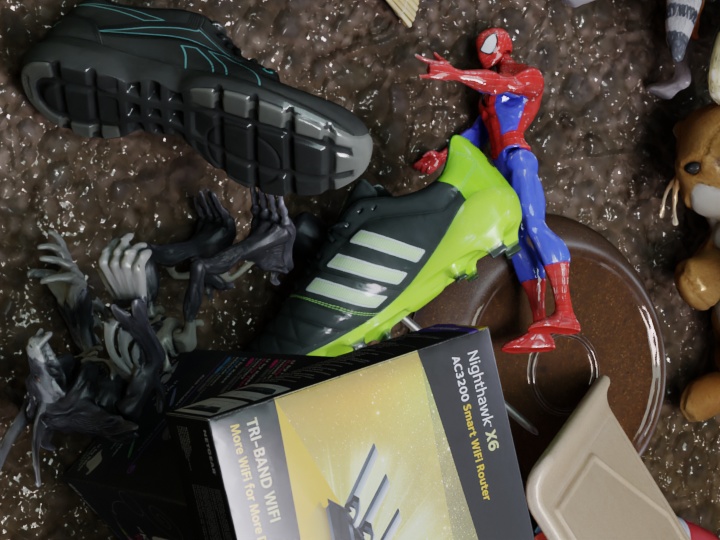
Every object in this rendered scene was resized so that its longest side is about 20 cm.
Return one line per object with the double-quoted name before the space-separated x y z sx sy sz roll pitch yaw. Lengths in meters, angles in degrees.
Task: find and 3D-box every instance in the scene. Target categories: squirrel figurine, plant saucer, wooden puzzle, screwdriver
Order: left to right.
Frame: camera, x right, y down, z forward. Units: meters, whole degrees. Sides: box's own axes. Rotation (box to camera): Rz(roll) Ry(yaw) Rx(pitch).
"screwdriver" 0.031 0.037 1.220 0.200 0.029 0.028 45 38 -14
"plant saucer" 0.120 0.064 1.283 0.199 0.034 0.202 0 91 -30
"wooden puzzle" 0.160 0.178 1.201 0.201 0.037 0.185 63 23 -4
"squirrel figurine" 0.276 -0.028 1.336 0.199 0.141 0.188 -25 92 -42

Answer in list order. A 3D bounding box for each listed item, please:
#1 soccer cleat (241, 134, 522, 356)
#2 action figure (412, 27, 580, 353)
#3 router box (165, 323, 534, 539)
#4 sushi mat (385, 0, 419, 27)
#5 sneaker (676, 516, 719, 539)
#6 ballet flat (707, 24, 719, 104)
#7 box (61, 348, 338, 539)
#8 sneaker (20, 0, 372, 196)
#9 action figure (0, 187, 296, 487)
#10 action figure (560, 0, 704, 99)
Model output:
"soccer cleat" 0.000 0.000 1.167 0.199 0.067 0.081 -34 79 11
"action figure" 0.071 -0.055 1.227 0.098 0.065 0.201 3 70 -21
"router box" 0.007 0.142 0.974 0.156 0.052 0.201 -18 99 -29
"sushi mat" 0.000 -0.230 1.172 0.200 0.012 0.096 42 64 -54
"sneaker" 0.209 0.265 1.311 0.112 0.071 0.201 22 77 -25
"ballet flat" 0.281 -0.160 1.299 0.200 0.057 0.067 -37 133 -38
"box" -0.053 0.120 1.086 0.122 0.200 0.106 49 68 -20
"sneaker" -0.082 -0.104 1.101 0.199 0.076 0.080 18 52 11
"action figure" -0.130 0.022 1.097 0.200 0.118 0.102 -43 120 -33
"action figure" 0.238 -0.206 1.316 0.200 0.104 0.194 36 82 -24
